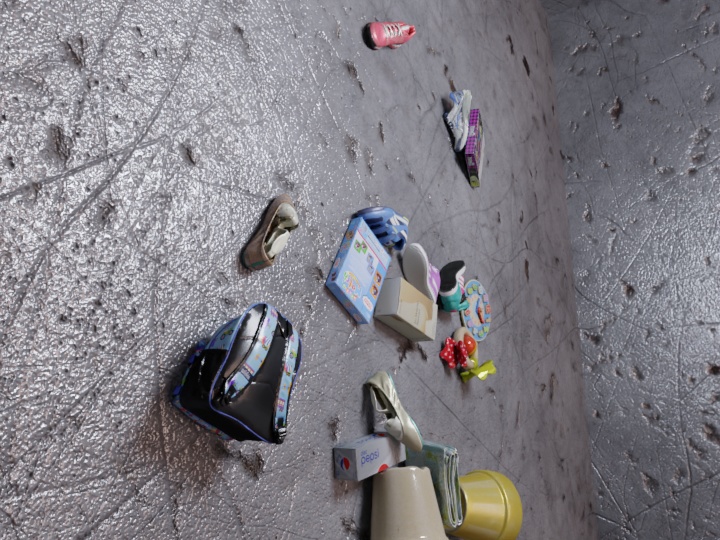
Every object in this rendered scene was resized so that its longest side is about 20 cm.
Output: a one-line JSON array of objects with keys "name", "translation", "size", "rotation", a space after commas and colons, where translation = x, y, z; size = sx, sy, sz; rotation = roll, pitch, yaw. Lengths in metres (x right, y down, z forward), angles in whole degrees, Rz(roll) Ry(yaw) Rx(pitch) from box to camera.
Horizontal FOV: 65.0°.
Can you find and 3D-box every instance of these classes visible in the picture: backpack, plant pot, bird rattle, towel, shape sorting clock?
[{"name": "backpack", "translation": [-0.189, 0.162, 0.935], "size": [0.183, 0.133, 0.202], "rotation": [46, 48, -40]}, {"name": "plant pot", "translation": [0.297, 0.636, 1.511], "size": [0.187, 0.199, 0.204], "rotation": [20, 66, -34]}, {"name": "bird rattle", "translation": [0.313, 0.249, 1.719], "size": [0.199, 0.112, 0.165], "rotation": [40, 39, -28]}, {"name": "plant pot", "translation": [0.100, 0.538, 1.249], "size": [0.200, 0.198, 0.186], "rotation": [29, 49, -49]}, {"name": "towel", "translation": [0.166, 0.497, 1.340], "size": [0.047, 0.199, 0.174], "rotation": [1, 82, -27]}, {"name": "shape sorting clock", "translation": [0.383, 0.131, 1.864], "size": [0.199, 0.039, 0.204], "rotation": [18, 68, -53]}]

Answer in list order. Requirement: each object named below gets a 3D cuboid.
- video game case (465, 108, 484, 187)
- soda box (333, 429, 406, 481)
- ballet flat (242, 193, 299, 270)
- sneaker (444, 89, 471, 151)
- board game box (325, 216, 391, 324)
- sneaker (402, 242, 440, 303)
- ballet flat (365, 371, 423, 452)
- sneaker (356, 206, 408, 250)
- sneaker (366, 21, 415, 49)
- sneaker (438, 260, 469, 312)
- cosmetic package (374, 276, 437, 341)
[{"name": "video game case", "translation": [0.402, -0.426, 1.977], "size": [0.182, 0.035, 0.203], "rotation": [60, 36, -55]}, {"name": "soda box", "translation": [0.025, 0.408, 1.256], "size": [0.199, 0.063, 0.070], "rotation": [5, 79, -55]}, {"name": "ballet flat", "translation": [-0.156, -0.077, 1.094], "size": [0.068, 0.066, 0.202], "rotation": [53, 43, -36]}, {"name": "sneaker", "translation": [0.320, -0.501, 1.890], "size": [0.077, 0.084, 0.203], "rotation": [-74, 166, -69]}, {"name": "board game box", "translation": [0.000, 0.000, 1.334], "size": [0.152, 0.036, 0.202], "rotation": [52, 43, -36]}, {"name": "sneaker", "translation": [0.173, -0.004, 1.567], "size": [0.115, 0.072, 0.203], "rotation": [-56, 138, -49]}, {"name": "ballet flat", "translation": [0.070, 0.327, 1.285], "size": [0.069, 0.069, 0.202], "rotation": [14, 41, -53]}, {"name": "sneaker", "translation": [0.062, -0.107, 1.417], "size": [0.199, 0.073, 0.084], "rotation": [18, 70, -52]}, {"name": "sneaker", "translation": [0.087, -0.663, 1.562], "size": [0.200, 0.086, 0.075], "rotation": [-33, 109, -53]}, {"name": "sneaker", "translation": [0.288, 0.061, 1.704], "size": [0.200, 0.082, 0.122], "rotation": [-56, 134, -54]}, {"name": "cosmetic package", "translation": [0.121, 0.104, 1.457], "size": [0.199, 0.070, 0.107], "rotation": [34, 56, -47]}]
